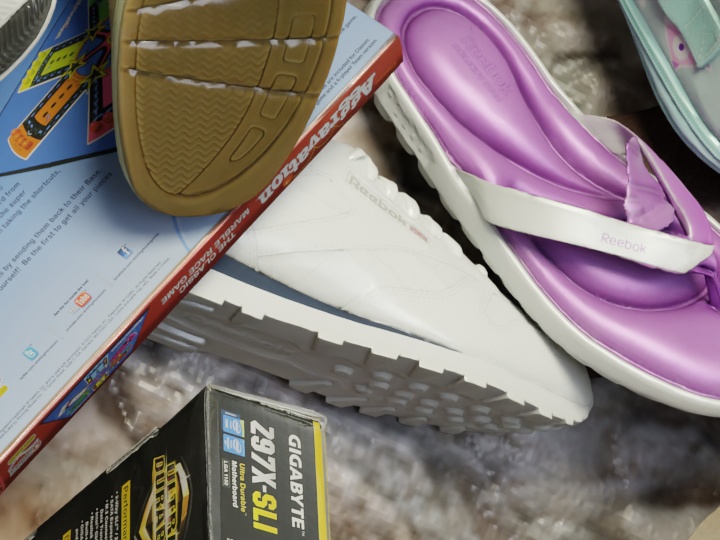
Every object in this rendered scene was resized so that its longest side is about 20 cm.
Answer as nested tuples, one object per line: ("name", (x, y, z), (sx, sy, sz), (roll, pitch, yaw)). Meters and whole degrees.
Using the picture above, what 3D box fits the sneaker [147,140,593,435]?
("sneaker", (0.000, 0.000, 0.997), (0.200, 0.076, 0.081), (24, 65, -27))

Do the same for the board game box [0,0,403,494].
("board game box", (-0.089, -0.029, 0.936), (0.103, 0.019, 0.200), (35, 70, 21))

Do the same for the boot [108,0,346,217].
("boot", (-0.065, -0.129, 0.928), (0.072, 0.155, 0.201), (-3, 107, -25))

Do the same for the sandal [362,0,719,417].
("sandal", (0.075, -0.028, 1.006), (0.203, 0.050, 0.082), (43, 56, 10))

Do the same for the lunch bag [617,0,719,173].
("lunch bag", (0.153, -0.132, 1.057), (0.160, 0.077, 0.200), (-14, 68, -29))

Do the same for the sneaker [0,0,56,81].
("sneaker", (-0.167, -0.046, 0.908), (0.200, 0.116, 0.076), (-36, 100, 10))

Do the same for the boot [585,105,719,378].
("boot", (0.147, 0.026, 1.086), (0.166, 0.072, 0.201), (-11, 88, -19))

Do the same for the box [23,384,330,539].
("box", (-0.067, 0.157, 0.854), (0.049, 0.160, 0.201), (20, 50, -31))

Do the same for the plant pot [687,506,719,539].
("plant pot", (0.213, 0.181, 0.986), (0.187, 0.200, 0.188), (-16, 110, -54))
